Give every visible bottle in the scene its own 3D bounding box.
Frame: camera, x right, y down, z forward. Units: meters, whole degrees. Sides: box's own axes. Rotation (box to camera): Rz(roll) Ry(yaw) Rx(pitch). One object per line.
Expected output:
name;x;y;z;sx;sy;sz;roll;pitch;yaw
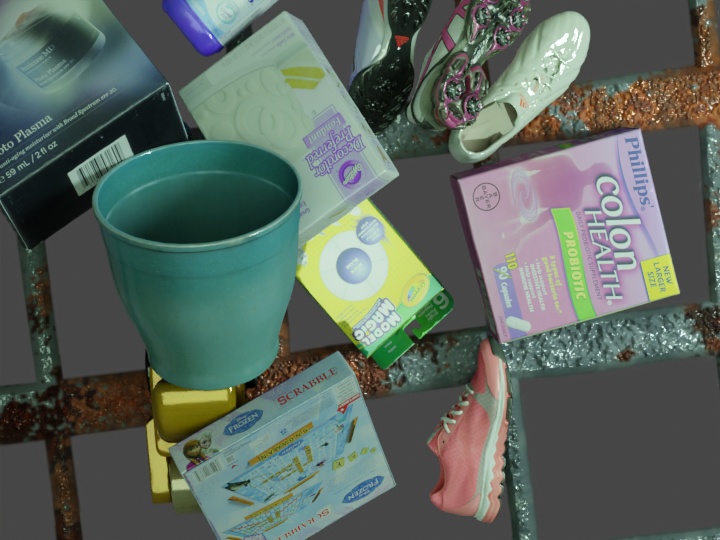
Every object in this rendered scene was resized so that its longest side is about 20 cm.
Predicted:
bottle;-0.110;-0.312;1.566;0.199;0.065;0.084;-40;95;3

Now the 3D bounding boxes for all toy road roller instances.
toy road roller;-0.166;0.162;1.575;0.121;0.146;0.203;-4;96;-1

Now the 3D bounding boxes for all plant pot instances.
plant pot;-0.151;0.004;1.469;0.197;0.201;0.190;-2;123;-1

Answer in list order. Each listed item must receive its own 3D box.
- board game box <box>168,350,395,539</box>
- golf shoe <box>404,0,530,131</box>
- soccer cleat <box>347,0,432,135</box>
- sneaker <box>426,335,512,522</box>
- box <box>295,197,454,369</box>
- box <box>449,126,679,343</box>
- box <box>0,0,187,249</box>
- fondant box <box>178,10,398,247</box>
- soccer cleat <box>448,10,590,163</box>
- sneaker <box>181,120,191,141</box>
board game box;-0.076;0.203;1.560;0.198;0.041;0.201;-29;136;-10
golf shoe;0.106;-0.237;1.574;0.072;0.092;0.202;39;71;-31
soccer cleat;0.023;-0.238;1.585;0.067;0.073;0.202;5;115;-27
sneaker;0.115;0.170;1.620;0.085;0.074;0.203;5;96;-1
box;0.000;0.000;1.612;0.117;0.048;0.200;-41;97;4
box;0.212;-0.039;1.588;0.197;0.097;0.178;-15;96;0
box;-0.312;-0.169;1.493;0.199;0.124;0.199;-36;68;-12
fondant box;-0.074;-0.141;1.555;0.144;0.058;0.201;-35;81;12
soccer cleat;0.170;-0.188;1.580;0.069;0.078;0.200;43;93;-5
sneaker;-0.267;-0.139;1.584;0.197;0.077;0.086;12;79;-1
